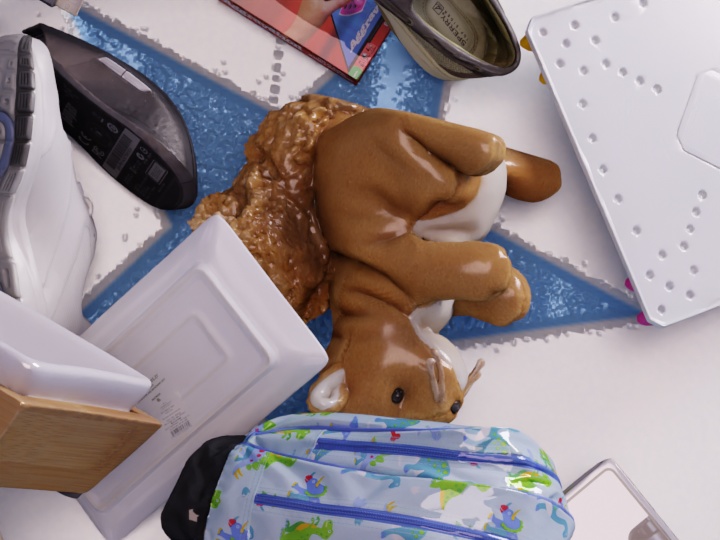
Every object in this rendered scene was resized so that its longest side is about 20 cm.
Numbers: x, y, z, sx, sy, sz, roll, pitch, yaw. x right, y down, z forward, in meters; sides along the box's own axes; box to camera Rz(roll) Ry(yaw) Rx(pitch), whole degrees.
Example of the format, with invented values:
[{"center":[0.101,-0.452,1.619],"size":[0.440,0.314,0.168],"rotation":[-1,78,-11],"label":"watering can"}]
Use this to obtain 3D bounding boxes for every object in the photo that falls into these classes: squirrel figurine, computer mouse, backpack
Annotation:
[{"center":[0.000,0.000,1.658],"size":[0.200,0.142,0.187],"rotation":[15,90,13],"label":"squirrel figurine"},{"center":[-0.160,-0.127,1.661],"size":[0.200,0.140,0.046],"rotation":[38,63,4],"label":"computer mouse"},{"center":[0.019,0.148,1.576],"size":[0.200,0.163,0.154],"rotation":[16,70,36],"label":"backpack"}]

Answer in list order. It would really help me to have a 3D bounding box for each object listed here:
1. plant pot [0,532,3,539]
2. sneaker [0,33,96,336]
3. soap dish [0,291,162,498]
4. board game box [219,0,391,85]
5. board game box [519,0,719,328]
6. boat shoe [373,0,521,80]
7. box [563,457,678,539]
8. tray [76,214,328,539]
[{"center":[-0.286,0.180,1.590],"size":[0.200,0.134,0.201],"rotation":[0,91,1],"label":"plant pot"},{"center":[-0.197,-0.040,1.653],"size":[0.074,0.087,0.201],"rotation":[11,105,35],"label":"sneaker"},{"center":[-0.228,0.051,1.540],"size":[0.200,0.157,0.081],"rotation":[27,95,24],"label":"soap dish"},{"center":[0.007,-0.224,1.743],"size":[0.103,0.019,0.200],"rotation":[31,80,2],"label":"board game box"},{"center":[0.217,-0.085,1.708],"size":[0.200,0.026,0.200],"rotation":[-19,82,-23],"label":"board game box"},{"center":[0.028,-0.185,1.665],"size":[0.201,0.066,0.072],"rotation":[46,67,-34],"label":"boat shoe"},{"center":[0.162,0.224,1.659],"size":[0.117,0.060,0.200],"rotation":[-37,85,-9],"label":"box"},{"center":[-0.118,0.067,1.626],"size":[0.200,0.022,0.107],"rotation":[-41,85,29],"label":"tray"}]
